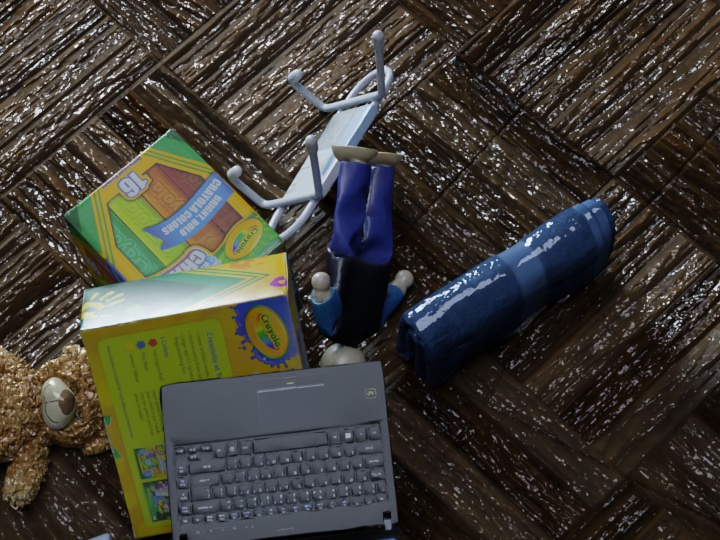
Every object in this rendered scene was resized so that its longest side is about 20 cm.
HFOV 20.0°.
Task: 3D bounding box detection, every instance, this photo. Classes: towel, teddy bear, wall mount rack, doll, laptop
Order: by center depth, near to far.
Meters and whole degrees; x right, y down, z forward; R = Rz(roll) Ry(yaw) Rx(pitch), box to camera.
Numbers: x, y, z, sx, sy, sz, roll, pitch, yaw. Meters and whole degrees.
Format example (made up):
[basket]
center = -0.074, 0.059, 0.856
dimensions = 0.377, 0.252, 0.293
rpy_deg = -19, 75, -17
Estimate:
[laptop]
center = -0.061, 0.166, 1.509
dimensions = 0.175, 0.103, 0.202
rpy_deg = -6, 77, 1
[towel]
center = 0.123, 0.018, 1.694
dimensions = 0.199, 0.112, 0.049
rpy_deg = -31, 72, -10
[teddy bear]
center = -0.307, 0.125, 1.717
dimensions = 0.198, 0.067, 0.146
rpy_deg = 4, 64, 10
[doll]
center = 0.000, 0.000, 1.717
dimensions = 0.048, 0.136, 0.202
rpy_deg = 7, 90, 35
[wall mount rack]
center = -0.033, -0.123, 1.768
dimensions = 0.074, 0.173, 0.201
rpy_deg = 40, 66, -21

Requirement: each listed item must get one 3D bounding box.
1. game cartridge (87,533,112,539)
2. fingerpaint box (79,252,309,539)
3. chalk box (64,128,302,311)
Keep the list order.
[game cartridge]
center = -0.284, 0.260, 1.603
dimensions = 0.198, 0.133, 0.041
rpy_deg = -20, 94, -6
[fingerpaint box]
center = -0.120, 0.100, 1.629
dimensions = 0.165, 0.202, 0.074
rpy_deg = -10, 29, 2
[chalk box]
center = -0.134, 0.007, 1.726
dimensions = 0.125, 0.124, 0.200
rpy_deg = -40, 64, -15
